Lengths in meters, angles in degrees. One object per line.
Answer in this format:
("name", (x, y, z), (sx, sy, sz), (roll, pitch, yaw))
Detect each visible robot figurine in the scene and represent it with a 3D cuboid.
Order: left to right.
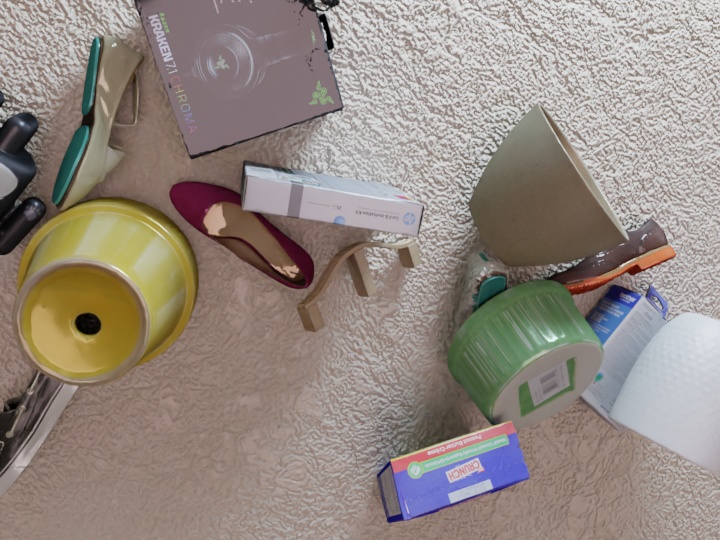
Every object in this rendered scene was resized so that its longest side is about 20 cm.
("robot figurine", (-0.432, -0.100, 0.630), (0.150, 0.125, 0.201), (41, 92, 12))

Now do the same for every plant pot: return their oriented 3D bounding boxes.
("plant pot", (-0.285, 0.031, 0.658), (0.196, 0.189, 0.205), (-3, 105, -12))

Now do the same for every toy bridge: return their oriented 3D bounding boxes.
("toy bridge", (0.000, 0.000, 0.759), (0.198, 0.027, 0.068), (-32, 111, -32))

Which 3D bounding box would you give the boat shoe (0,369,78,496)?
("boat shoe", (-0.410, 0.182, 0.731), (0.063, 0.071, 0.202), (33, 86, -18))

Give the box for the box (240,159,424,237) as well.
("box", (-0.041, -0.088, 0.703), (0.196, 0.156, 0.042), (6, 104, -15))

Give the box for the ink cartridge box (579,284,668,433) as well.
("ink cartridge box", (0.398, 0.120, 0.892), (0.136, 0.076, 0.201), (39, 93, -19))

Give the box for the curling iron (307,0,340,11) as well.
("curling iron", (-0.017, -0.359, 0.665), (0.050, 0.025, 0.202), (46, 54, -33))

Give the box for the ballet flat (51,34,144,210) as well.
("ballet flat", (-0.290, -0.160, 0.674), (0.068, 0.069, 0.204), (15, 92, -16))

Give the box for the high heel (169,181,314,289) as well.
("high heel", (-0.141, -0.045, 0.719), (0.197, 0.096, 0.068), (26, 101, -17))

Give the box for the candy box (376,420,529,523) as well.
("candy box", (0.114, 0.278, 0.802), (0.166, 0.201, 0.078), (-13, 68, -10))

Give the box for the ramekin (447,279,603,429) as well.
("ramekin", (0.225, 0.121, 0.798), (0.196, 0.098, 0.202), (-15, 135, -16))

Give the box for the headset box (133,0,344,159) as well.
("headset box", (-0.128, -0.243, 0.679), (0.196, 0.093, 0.177), (-19, 107, -9))

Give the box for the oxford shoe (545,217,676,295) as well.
("oxford shoe", (0.350, -0.016, 0.866), (0.196, 0.071, 0.074), (-19, 78, -5))

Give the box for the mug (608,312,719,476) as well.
("mug", (0.455, 0.164, 0.817), (0.199, 0.146, 0.178), (29, 88, -49))

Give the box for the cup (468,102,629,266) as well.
("cup", (0.225, -0.086, 0.763), (0.142, 0.201, 0.200), (-35, 110, 26))

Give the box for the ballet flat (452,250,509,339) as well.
("ballet flat", (0.162, 0.055, 0.823), (0.070, 0.072, 0.203), (-6, 132, -11))
